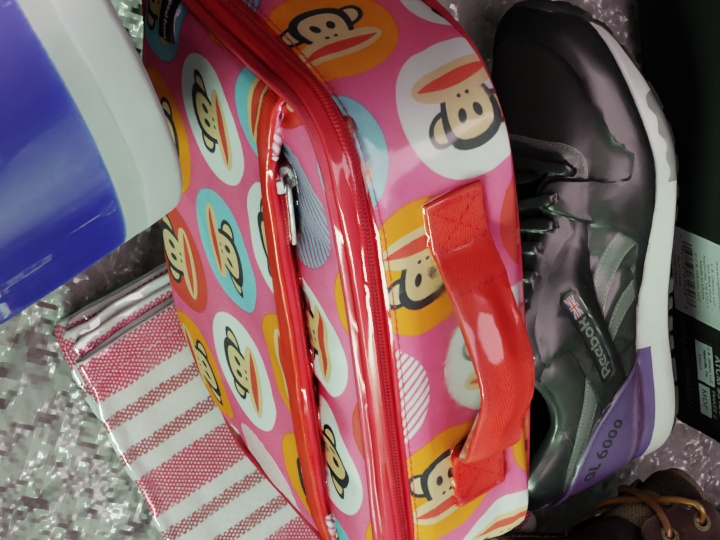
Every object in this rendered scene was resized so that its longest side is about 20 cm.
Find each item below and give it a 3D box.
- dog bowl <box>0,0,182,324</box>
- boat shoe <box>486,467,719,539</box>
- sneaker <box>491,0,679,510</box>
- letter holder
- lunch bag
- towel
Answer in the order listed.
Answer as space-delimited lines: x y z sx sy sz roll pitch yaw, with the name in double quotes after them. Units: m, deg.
-0.141 -0.081 0.638 0.079 0.200 0.201 -35 118 -13 "dog bowl"
0.119 0.116 0.895 0.199 0.072 0.072 14 93 -41 "boat shoe"
0.072 0.000 0.827 0.087 0.075 0.201 -28 117 -38 "sneaker"
0.206 -0.035 0.875 0.141 0.100 0.201 -18 113 -23 "letter holder"
0.000 0.000 0.701 0.082 0.176 0.201 -22 128 -20 "lunch bag"
-0.020 0.067 0.846 0.146 0.030 0.201 -33 118 -17 "towel"
